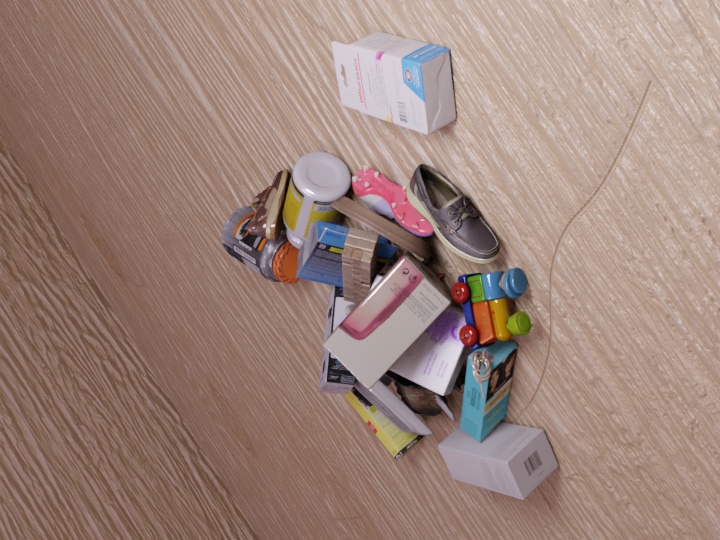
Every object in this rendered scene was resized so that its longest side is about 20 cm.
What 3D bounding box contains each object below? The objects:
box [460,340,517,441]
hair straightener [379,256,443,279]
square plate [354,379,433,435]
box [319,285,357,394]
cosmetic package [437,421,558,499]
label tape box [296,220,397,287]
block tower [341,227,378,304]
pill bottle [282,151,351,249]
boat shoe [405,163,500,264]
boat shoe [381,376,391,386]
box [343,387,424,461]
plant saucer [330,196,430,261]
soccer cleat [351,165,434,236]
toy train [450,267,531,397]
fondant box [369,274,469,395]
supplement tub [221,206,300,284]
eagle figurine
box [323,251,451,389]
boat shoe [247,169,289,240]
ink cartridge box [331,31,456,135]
[{"bbox_3d":[0.225,0.207,1.541,0.049,0.082,0.202,33,143,30],"label":"box"},{"bbox_3d":[0.083,0.009,1.622,0.077,0.041,0.200,57,155,1],"label":"hair straightener"},{"bbox_3d":[0.050,0.266,1.761,0.198,0.028,0.200,43,168,0],"label":"square plate"},{"bbox_3d":[-0.040,0.140,1.765,0.117,0.059,0.203,119,158,-72],"label":"box"},{"bbox_3d":[0.250,0.340,1.606,0.199,0.107,0.086,-2,117,59],"label":"cosmetic package"},{"bbox_3d":[-0.027,-0.039,1.630,0.200,0.142,0.067,126,152,-57],"label":"label tape box"},{"bbox_3d":[0.000,0.000,1.561,0.057,0.055,0.201,15,153,10],"label":"block tower"},{"bbox_3d":[-0.089,-0.126,1.669,0.112,0.112,0.201,48,149,16],"label":"pill bottle"},{"bbox_3d":[0.145,-0.091,1.386,0.200,0.073,0.065,43,153,24],"label":"boat shoe"},{"bbox_3d":[0.028,0.161,1.806,0.068,0.073,0.201,40,154,42],"label":"boat shoe"},{"bbox_3d":[0.048,0.317,1.926,0.200,0.075,0.050,49,151,13],"label":"box"},{"bbox_3d":[0.040,-0.075,1.502,0.199,0.030,0.200,30,-176,-2],"label":"plant saucer"},{"bbox_3d":[0.063,-0.112,1.513,0.199,0.067,0.077,36,164,31],"label":"soccer cleat"},{"bbox_3d":[0.225,0.098,1.397,0.115,0.084,0.203,-15,83,46],"label":"toy train"},{"bbox_3d":[0.094,0.112,1.540,0.198,0.146,0.058,24,-176,19],"label":"fondant box"},{"bbox_3d":[-0.203,-0.053,1.902,0.199,0.122,0.124,29,140,39],"label":"supplement tub"},{"bbox_3d":[0.115,0.203,1.638,0.198,0.151,0.154,-10,94,27],"label":"eagle figurine"},{"bbox_3d":[0.048,0.079,1.450,0.109,0.200,0.128,43,-172,1],"label":"box"},{"bbox_3d":[-0.183,-0.135,1.733,0.071,0.201,0.073,3,134,5],"label":"boat shoe"},{"bbox_3d":[0.049,-0.295,1.341,0.199,0.068,0.116,28,139,41],"label":"ink cartridge box"}]
